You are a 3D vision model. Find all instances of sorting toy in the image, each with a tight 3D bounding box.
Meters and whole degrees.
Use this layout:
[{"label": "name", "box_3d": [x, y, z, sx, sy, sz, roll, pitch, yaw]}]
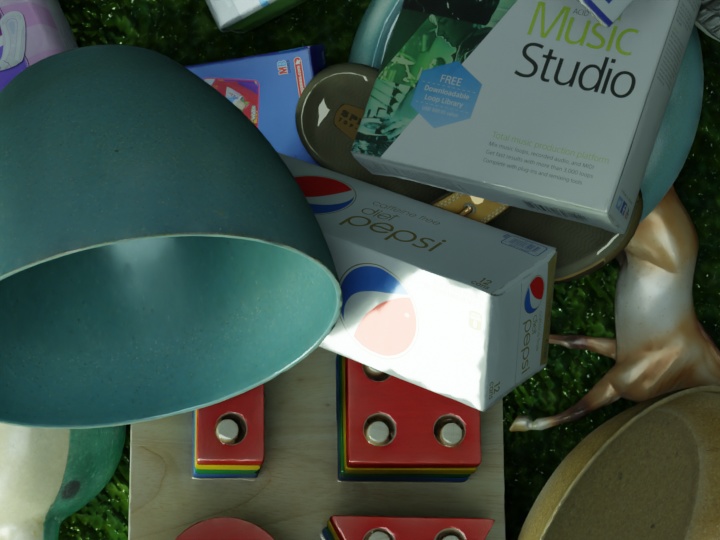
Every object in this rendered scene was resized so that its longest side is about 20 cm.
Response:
[{"label": "sorting toy", "box_3d": [-0.020, 0.122, 1.202, 0.198, 0.070, 0.200, 1, 74, -7]}]

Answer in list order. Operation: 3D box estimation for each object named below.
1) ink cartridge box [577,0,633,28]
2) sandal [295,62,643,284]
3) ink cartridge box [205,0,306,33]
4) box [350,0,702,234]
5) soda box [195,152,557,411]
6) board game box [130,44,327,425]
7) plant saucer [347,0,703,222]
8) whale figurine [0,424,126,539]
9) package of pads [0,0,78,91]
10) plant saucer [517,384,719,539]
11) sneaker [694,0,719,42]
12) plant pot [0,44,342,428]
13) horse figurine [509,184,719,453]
[{"label": "ink cartridge box", "box_3d": [0.107, -0.245, 1.105, 0.198, 0.047, 0.200, 45, 76, -2]}, {"label": "sandal", "box_3d": [0.048, -0.053, 1.199, 0.199, 0.054, 0.081, 26, 92, 19]}, {"label": "ink cartridge box", "box_3d": [-0.007, -0.219, 1.245, 0.199, 0.059, 0.104, -27, 88, 11]}, {"label": "box", "box_3d": [0.093, -0.130, 1.159, 0.143, 0.036, 0.201, 14, 77, 25]}, {"label": "soda box", "box_3d": [0.000, 0.000, 1.180, 0.199, 0.064, 0.069, 21, 123, 31]}, {"label": "board game box", "box_3d": [-0.074, -0.016, 1.291, 0.133, 0.045, 0.202, -7, 96, 10]}, {"label": "plant saucer", "box_3d": [0.082, -0.100, 1.237, 0.199, 0.027, 0.202, -2, 82, 17]}, {"label": "whale figurine", "box_3d": [-0.200, 0.112, 1.309, 0.159, 0.103, 0.201, 52, 127, 37]}, {"label": "package of pads", "box_3d": [-0.211, -0.108, 1.248, 0.120, 0.076, 0.201, -26, 69, 1]}, {"label": "plant saucer", "box_3d": [0.139, 0.145, 1.224, 0.035, 0.200, 0.201, 30, 103, 40]}, {"label": "sneaker", "box_3d": [0.165, -0.182, 1.218, 0.077, 0.089, 0.201, -36, 65, 8]}, {"label": "plant pot", "box_3d": [-0.118, -0.027, 1.113, 0.199, 0.200, 0.136, -18, 64, 11]}, {"label": "horse figurine", "box_3d": [0.140, 0.009, 1.258, 0.132, 0.050, 0.202, -3, 100, 17]}]
